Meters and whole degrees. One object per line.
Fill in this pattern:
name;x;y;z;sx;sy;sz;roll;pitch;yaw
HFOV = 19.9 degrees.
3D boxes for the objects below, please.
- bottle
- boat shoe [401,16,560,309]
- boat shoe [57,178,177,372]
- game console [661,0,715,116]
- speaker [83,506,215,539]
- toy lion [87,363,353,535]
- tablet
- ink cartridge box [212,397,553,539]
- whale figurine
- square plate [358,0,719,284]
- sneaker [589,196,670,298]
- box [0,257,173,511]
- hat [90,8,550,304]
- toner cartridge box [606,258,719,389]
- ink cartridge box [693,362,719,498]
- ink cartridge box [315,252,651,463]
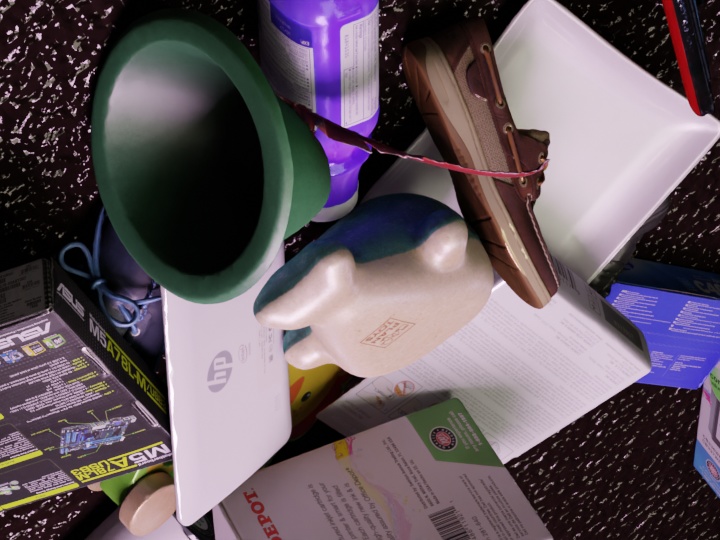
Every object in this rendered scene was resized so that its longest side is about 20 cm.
bottle;-0.025;-0.117;1.271;0.065;0.084;0.201;-23;139;-20
boat shoe;0.097;-0.073;1.363;0.072;0.072;0.201;-28;102;-10
boat shoe;-0.154;0.024;1.314;0.068;0.084;0.201;-20;138;-38
game console;0.248;-0.232;1.348;0.118;0.174;0.200;-12;144;12
speaker;-0.195;0.245;1.514;0.200;0.081;0.081;-44;142;8
toy lion;-0.081;0.091;1.444;0.192;0.069;0.199;-56;153;15
tablet;-0.084;0.054;1.333;0.130;0.014;0.202;-38;135;-48
ink cartridge box;0.013;0.194;1.432;0.199;0.145;0.084;-19;140;-20
whale figurine;0.000;0.000;1.347;0.159;0.104;0.199;-39;157;25
square plate;0.126;-0.077;1.443;0.199;0.029;0.198;30;110;-32
sneaker;0.161;0.020;1.556;0.199;0.060;0.105;-31;115;2
box;-0.237;0.085;1.290;0.198;0.048;0.193;-18;146;13
hat;-0.039;-0.070;1.245;0.175;0.200;0.166;-13;148;-46
toner cartridge box;0.230;0.042;1.671;0.199;0.043;0.095;9;122;-44
ink cartridge box;0.399;0.133;1.815;0.145;0.147;0.201;-23;140;-17
ink cartridge box;0.088;0.072;1.503;0.199;0.057;0.162;-33;131;26
